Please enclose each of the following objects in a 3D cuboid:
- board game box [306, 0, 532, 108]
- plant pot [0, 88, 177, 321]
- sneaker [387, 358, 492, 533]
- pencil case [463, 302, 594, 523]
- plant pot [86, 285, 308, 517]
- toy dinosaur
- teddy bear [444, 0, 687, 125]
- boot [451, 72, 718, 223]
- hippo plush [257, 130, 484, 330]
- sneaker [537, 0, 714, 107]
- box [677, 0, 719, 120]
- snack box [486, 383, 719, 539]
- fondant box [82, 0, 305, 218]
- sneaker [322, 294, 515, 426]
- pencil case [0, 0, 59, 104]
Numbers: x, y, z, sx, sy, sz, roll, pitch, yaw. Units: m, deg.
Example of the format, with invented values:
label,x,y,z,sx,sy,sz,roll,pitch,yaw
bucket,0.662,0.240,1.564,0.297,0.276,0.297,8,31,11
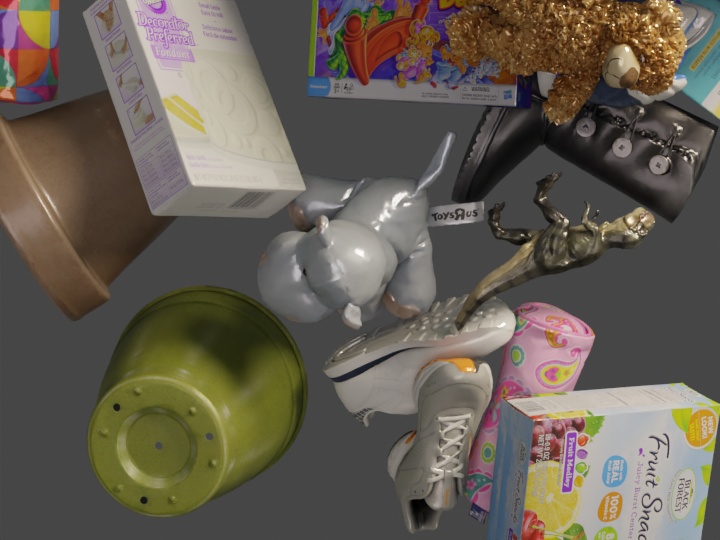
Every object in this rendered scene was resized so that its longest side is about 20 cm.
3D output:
label,x,y,z,sx,sy,sz,roll,pitch,yaw
board game box,0.054,-0.215,1.355,0.198,0.045,0.136,5,95,23
plant pot,-0.241,-0.084,1.403,0.174,0.200,0.201,-32,96,-4
sneaker,0.079,0.163,1.400,0.075,0.093,0.201,3,137,-12
pencil case,0.150,0.132,1.428,0.087,0.087,0.202,18,105,4
plant pot,-0.162,0.132,1.418,0.198,0.193,0.203,2,102,8
toy dinosaur,0.157,-0.029,1.352,0.198,0.047,0.089,-25,83,4
teddy bear,0.159,-0.190,1.242,0.199,0.067,0.146,33,123,6
boot,0.200,-0.096,1.387,0.198,0.066,0.166,25,106,-2
hippo plush,0.000,0.000,1.361,0.198,0.161,0.160,-12,113,29
sneaker,0.230,-0.237,1.313,0.145,0.081,0.202,3,80,20
box,0.340,-0.164,1.354,0.199,0.049,0.083,37,105,0
snack box,0.217,0.195,1.390,0.198,0.068,0.171,-3,107,-25
fondant box,-0.144,-0.147,1.346,0.058,0.144,0.202,-33,70,35
sneaker,0.063,0.084,1.429,0.199,0.076,0.081,-20,106,31
pencil case,-0.321,-0.247,1.421,0.087,0.088,0.202,7,101,7
